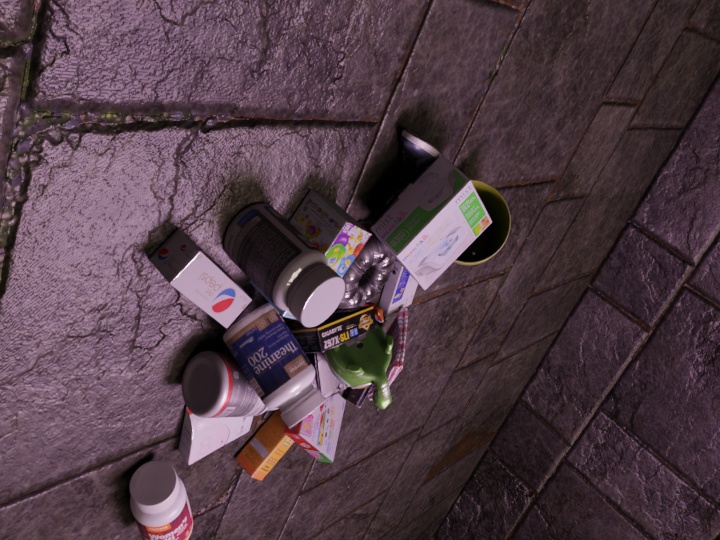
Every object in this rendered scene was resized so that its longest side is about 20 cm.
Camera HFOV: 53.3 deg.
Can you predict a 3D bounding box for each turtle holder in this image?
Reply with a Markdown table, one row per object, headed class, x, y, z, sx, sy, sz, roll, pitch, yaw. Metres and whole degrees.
| class | x | y | z | sx | sy | sz | roll | pitch | yaw |
| --- | --- | --- | --- | --- | --- | --- | --- | --- | --- |
| turtle holder | 0.007 | 0.189 | 1.526 | 0.142 | 0.182 | 0.133 | -59 | 173 | -33 |

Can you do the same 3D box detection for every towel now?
| class | x | y | z | sx | sy | sz | roll | pitch | yaw |
| --- | --- | --- | --- | --- | --- | --- | --- | --- | --- |
| towel | 0.067 | 0.197 | 1.722 | 0.203 | 0.029 | 0.148 | -81 | -163 | -48 |

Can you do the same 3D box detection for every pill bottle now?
| class | x | y | z | sx | sy | sz | roll | pitch | yaw |
| --- | --- | --- | --- | --- | --- | --- | --- | --- | --- |
| pill bottle | -0.149 | 0.170 | 1.274 | 0.110 | 0.202 | 0.111 | -34 | 176 | -3 |
| pill bottle | -0.122 | -0.008 | 1.160 | 0.113 | 0.199 | 0.115 | -35 | 149 | -25 |
| pill bottle | -0.395 | 0.467 | 1.422 | 0.109 | 0.109 | 0.203 | -33 | 148 | -29 |
| pill bottle | -0.228 | 0.215 | 1.348 | 0.198 | 0.116 | 0.117 | 15 | 113 | -56 |

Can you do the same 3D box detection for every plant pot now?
| class | x | y | z | sx | sy | sz | roll | pitch | yaw |
| --- | --- | --- | --- | --- | --- | --- | --- | --- | --- |
| plant pot | 0.253 | -0.091 | 1.684 | 0.188 | 0.187 | 0.200 | -48 | 167 | -3 |

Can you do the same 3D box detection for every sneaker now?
| class | x | y | z | sx | sy | sz | roll | pitch | yaw |
| --- | --- | --- | --- | --- | --- | --- | --- | --- | --- |
| sneaker | 0.099 | -0.182 | 1.418 | 0.148 | 0.076 | 0.202 | -54 | 154 | 2 |

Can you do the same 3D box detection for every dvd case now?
| class | x | y | z | sx | sy | sz | roll | pitch | yaw |
| --- | --- | --- | --- | --- | --- | --- | --- | --- | --- |
| dvd case | 0.011 | 0.250 | 1.729 | 0.151 | 0.016 | 0.200 | -60 | -172 | -9 |

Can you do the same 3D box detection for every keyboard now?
| class | x | y | z | sx | sy | sz | roll | pitch | yaw |
| --- | --- | --- | --- | --- | --- | --- | --- | --- | --- |
| keyboard | -0.064 | 0.180 | 1.605 | 0.102 | 0.039 | 0.205 | -16 | 116 | -28 |

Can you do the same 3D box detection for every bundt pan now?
| class | x | y | z | sx | sy | sz | roll | pitch | yaw |
| --- | --- | --- | --- | --- | --- | --- | --- | --- | --- |
| bundt pan | 0.000 | 0.000 | 1.492 | 0.200 | 0.075 | 0.204 | -37 | 150 | -25 |

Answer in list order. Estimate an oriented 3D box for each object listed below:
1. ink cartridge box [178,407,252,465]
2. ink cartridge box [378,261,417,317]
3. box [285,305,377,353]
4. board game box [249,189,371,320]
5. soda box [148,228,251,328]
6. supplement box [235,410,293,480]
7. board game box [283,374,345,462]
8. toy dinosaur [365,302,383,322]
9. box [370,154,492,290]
| class | x | y | z | sx | sy | sz | roll | pitch | yaw |
| --- | --- | --- | --- | --- | --- | --- | --- | --- | --- |
| ink cartridge box | -0.278 | 0.278 | 1.437 | 0.161 | 0.057 | 0.203 | -22 | 145 | -43 |
| ink cartridge box | 0.105 | 0.013 | 1.705 | 0.098 | 0.039 | 0.203 | -24 | 144 | -41 |
| box | -0.088 | 0.117 | 1.389 | 0.158 | 0.197 | 0.051 | -16 | 95 | -45 |
| board game box | -0.089 | -0.022 | 1.297 | 0.202 | 0.105 | 0.102 | -54 | 152 | 8 |
| soda box | -0.250 | 0.017 | 1.147 | 0.068 | 0.063 | 0.201 | -46 | 153 | -7 |
| supplement box | -0.196 | 0.387 | 1.672 | 0.201 | 0.068 | 0.067 | -51 | 154 | -8 |
| board game box | -0.100 | 0.332 | 1.641 | 0.201 | 0.039 | 0.156 | 57 | 40 | -52 |
| toy dinosaur | -0.013 | 0.162 | 1.649 | 0.197 | 0.104 | 0.185 | -21 | 131 | -35 |
| box | 0.141 | -0.092 | 1.413 | 0.200 | 0.097 | 0.177 | -44 | 148 | 0 |
